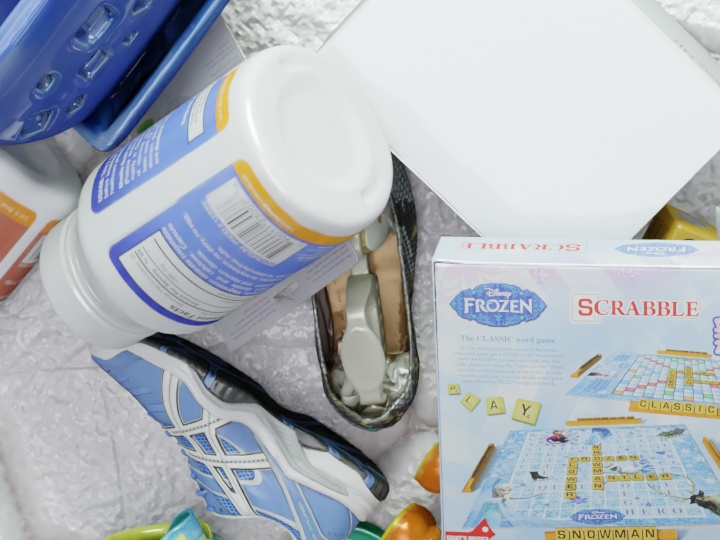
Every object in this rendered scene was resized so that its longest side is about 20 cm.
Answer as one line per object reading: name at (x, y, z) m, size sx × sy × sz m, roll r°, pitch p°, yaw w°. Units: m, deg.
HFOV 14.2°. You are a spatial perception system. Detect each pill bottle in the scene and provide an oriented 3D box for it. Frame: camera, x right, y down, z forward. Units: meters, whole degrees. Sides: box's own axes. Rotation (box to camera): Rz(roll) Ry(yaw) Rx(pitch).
pill bottle at (-0.086, -0.033, 1.600) m, size 0.200 × 0.112 × 0.112 m, roll -31°, pitch 99°, yaw 39°
pill bottle at (-0.263, -0.004, 1.699) m, size 0.112 × 0.112 × 0.200 m, roll 41°, pitch 104°, yaw -4°

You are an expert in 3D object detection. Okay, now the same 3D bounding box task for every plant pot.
plant pot at (-0.177, -0.190, 1.591) m, size 0.200 × 0.179 × 0.200 m, roll 45°, pitch 106°, yaw 28°

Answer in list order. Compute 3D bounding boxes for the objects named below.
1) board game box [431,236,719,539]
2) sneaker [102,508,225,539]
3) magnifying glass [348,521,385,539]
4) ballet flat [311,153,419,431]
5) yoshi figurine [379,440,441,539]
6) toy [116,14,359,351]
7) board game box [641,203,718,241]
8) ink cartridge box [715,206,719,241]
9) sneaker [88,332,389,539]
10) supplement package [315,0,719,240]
board game box at (0.141, 0.081, 1.590) m, size 0.199 × 0.041 × 0.201 m, roll 2°, pitch 111°, yaw 8°
sneaker at (-0.080, 0.218, 1.727) m, size 0.199 × 0.080 × 0.131 m, roll 17°, pitch 104°, yaw 2°
magnifying glass at (-0.061, 0.219, 1.773) m, size 0.199 × 0.022 × 0.080 m, roll -29°, pitch 98°, yaw 13°
ballet flat at (0.000, 0.000, 1.691) m, size 0.072 × 0.072 × 0.202 m, roll -6°, pitch 102°, yaw 8°
yoshi figurine at (0.118, 0.180, 1.720) m, size 0.199 × 0.112 × 0.113 m, roll 33°, pitch 150°, yaw 12°
toy at (-0.078, -0.069, 1.683) m, size 0.115 × 0.047 × 0.201 m, roll -35°, pitch 84°, yaw 37°
board game box at (0.227, 0.068, 1.664) m, size 0.199 × 0.040 × 0.154 m, roll 22°, pitch 105°, yaw -18°
ink cartridge box at (0.305, 0.042, 1.623) m, size 0.199 × 0.043 × 0.199 m, roll -11°, pitch 111°, yaw -7°
sneaker at (-0.082, 0.102, 1.718) m, size 0.199 × 0.076 × 0.077 m, roll 35°, pitch 97°, yaw 0°
supplement package at (0.096, -0.109, 1.633) m, size 0.200 × 0.111 × 0.156 m, roll 43°, pitch 104°, yaw -5°
